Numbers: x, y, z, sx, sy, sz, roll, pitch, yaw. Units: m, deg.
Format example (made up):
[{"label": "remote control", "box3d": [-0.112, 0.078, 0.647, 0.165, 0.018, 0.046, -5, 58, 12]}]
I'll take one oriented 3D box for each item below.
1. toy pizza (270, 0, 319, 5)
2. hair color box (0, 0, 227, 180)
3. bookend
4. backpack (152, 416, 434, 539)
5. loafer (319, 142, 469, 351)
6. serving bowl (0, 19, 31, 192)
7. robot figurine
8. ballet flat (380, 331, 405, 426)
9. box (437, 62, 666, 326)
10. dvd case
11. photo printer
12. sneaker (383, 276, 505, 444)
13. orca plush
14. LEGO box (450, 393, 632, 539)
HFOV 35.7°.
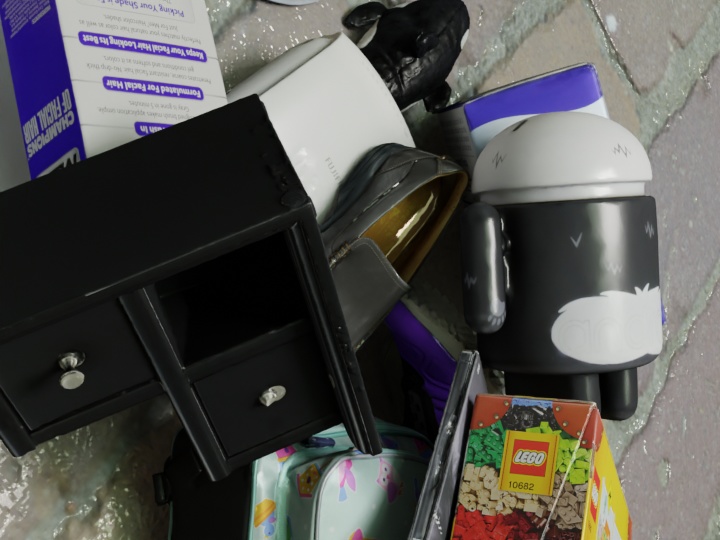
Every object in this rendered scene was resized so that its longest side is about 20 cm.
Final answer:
[{"label": "toy pizza", "box3d": [-0.064, -0.303, 0.848, 0.198, 0.031, 0.203, 9, 77, -41]}, {"label": "hair color box", "box3d": [-0.140, -0.123, 0.640, 0.108, 0.064, 0.203, -1, 72, -47]}, {"label": "bookend", "box3d": [-0.108, 0.043, 0.582, 0.198, 0.093, 0.200, -21, 136, -7]}, {"label": "backpack", "box3d": [-0.020, 0.177, 0.724, 0.199, 0.152, 0.179, 5, 87, -56]}, {"label": "loafer", "box3d": [0.000, 0.000, 0.725, 0.073, 0.072, 0.202, 41, 69, -35]}, {"label": "serving bowl", "box3d": [-0.213, -0.073, 0.637, 0.199, 0.065, 0.203, 22, 57, -39]}, {"label": "robot figurine", "box3d": [0.132, -0.001, 0.734, 0.150, 0.123, 0.203, -18, 104, -80]}, {"label": "ballet flat", "box3d": [0.068, 0.138, 0.872, 0.067, 0.063, 0.203, -22, 98, -44]}, {"label": "box", "box3d": [0.144, -0.049, 0.884, 0.104, 0.184, 0.203, -18, 97, 0]}, {"label": "dvd case", "box3d": [0.072, 0.174, 0.716, 0.150, 0.016, 0.202, -69, 152, -42]}, {"label": "photo printer", "box3d": [-0.042, -0.057, 0.779, 0.200, 0.069, 0.168, -40, 114, -30]}, {"label": "sneaker", "box3d": [0.057, 0.096, 0.798, 0.200, 0.099, 0.070, 49, 12, -15]}, {"label": "orca plush", "box3d": [0.023, -0.172, 0.865, 0.198, 0.071, 0.106, -22, 81, -30]}, {"label": "LEGO box", "box3d": [0.117, 0.189, 0.706, 0.201, 0.076, 0.151, 60, 38, -54]}]
